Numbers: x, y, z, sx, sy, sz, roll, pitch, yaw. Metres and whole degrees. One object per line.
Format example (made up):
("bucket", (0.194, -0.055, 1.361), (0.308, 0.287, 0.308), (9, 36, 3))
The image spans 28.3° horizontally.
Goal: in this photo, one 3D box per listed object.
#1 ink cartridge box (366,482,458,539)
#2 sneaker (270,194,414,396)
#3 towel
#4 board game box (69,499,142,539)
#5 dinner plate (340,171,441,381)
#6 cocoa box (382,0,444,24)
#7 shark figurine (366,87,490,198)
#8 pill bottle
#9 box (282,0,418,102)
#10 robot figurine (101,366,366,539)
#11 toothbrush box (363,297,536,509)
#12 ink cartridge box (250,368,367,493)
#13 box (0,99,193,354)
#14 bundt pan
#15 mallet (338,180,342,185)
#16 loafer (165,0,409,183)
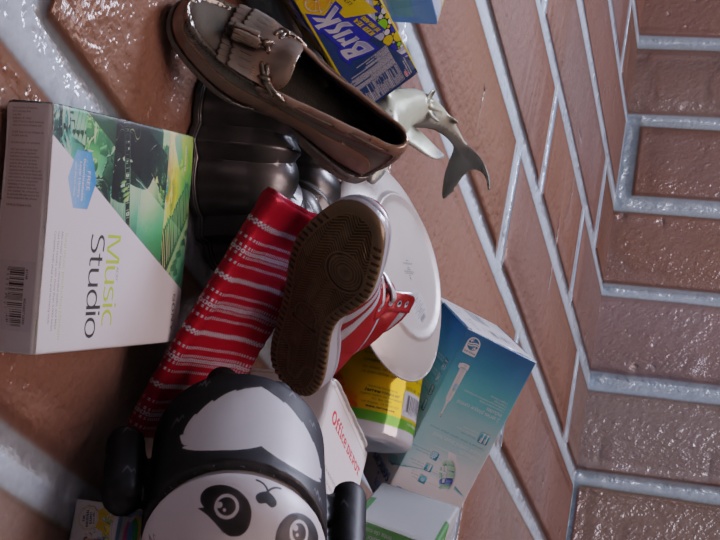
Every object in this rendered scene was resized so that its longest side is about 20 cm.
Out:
("ink cartridge box", (0.018, 0.318, 1.334), (0.145, 0.086, 0.203), (-23, 128, -78))
("sneaker", (0.000, 0.000, 1.076), (0.112, 0.071, 0.201), (-37, 161, -41))
("towel", (-0.091, 0.038, 1.047), (0.202, 0.022, 0.145), (-59, 163, 1))
("board game box", (-0.155, 0.243, 1.013), (0.200, 0.034, 0.137), (45, 52, -68))
("dinner plate", (0.034, -0.002, 1.275), (0.200, 0.024, 0.203), (40, 44, -52))
("cocoa box", (0.003, -0.322, 1.195), (0.201, 0.131, 0.133), (68, 33, -55))
("shark figurine", (0.034, -0.129, 1.305), (0.213, 0.089, 0.130), (2, 74, -58))
("pill bottle", (0.010, 0.065, 1.366), (0.111, 0.109, 0.203), (48, 49, -67))
("box", (-0.027, -0.223, 1.149), (0.064, 0.070, 0.201), (-36, 139, -3))
("robot figurine", (-0.081, 0.148, 0.948), (0.201, 0.148, 0.126), (-94, 164, -60))
("toothbrush box", (0.083, 0.147, 1.471), (0.202, 0.084, 0.146), (-63, -166, 5))
("ink cartridge box", (-0.065, 0.205, 1.212), (0.146, 0.084, 0.202), (69, 32, -55))
("box", (-0.165, -0.024, 0.908), (0.200, 0.036, 0.147), (0, 95, -74))
("bundt pan", (-0.065, -0.091, 1.144), (0.202, 0.075, 0.205), (6, 90, -72))
("mallet", (-0.034, -0.138, 1.265), (0.066, 0.040, 0.203), (-176, -93, -76))
("loafer", (-0.047, -0.140, 1.037), (0.199, 0.063, 0.073), (36, 58, -26))
